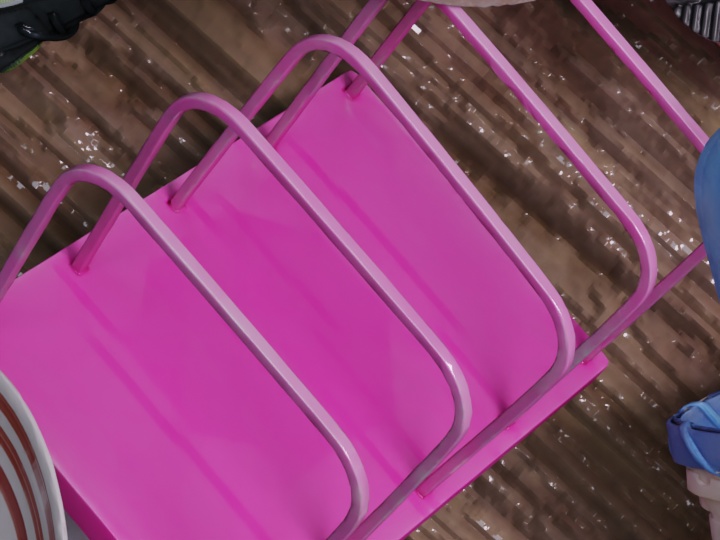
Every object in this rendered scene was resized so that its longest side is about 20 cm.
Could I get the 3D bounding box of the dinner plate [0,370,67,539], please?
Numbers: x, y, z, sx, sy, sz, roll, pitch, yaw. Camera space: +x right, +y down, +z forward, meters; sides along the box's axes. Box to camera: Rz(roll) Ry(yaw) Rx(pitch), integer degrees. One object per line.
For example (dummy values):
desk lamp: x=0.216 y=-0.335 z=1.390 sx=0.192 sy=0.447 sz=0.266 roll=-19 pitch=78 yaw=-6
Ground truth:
dinner plate: x=-0.154 y=0.115 z=0.749 sx=0.199 sy=0.024 sz=0.201 roll=-17 pitch=63 yaw=35

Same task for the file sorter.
file sorter: x=0.000 y=0.000 z=0.771 sx=0.139 sy=0.125 sz=0.200 roll=49 pitch=50 yaw=7

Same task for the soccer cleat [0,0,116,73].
soccer cleat: x=-0.107 y=-0.111 z=0.867 sx=0.199 sy=0.068 sz=0.082 roll=-5 pitch=105 yaw=1

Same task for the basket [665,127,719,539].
basket: x=0.187 y=0.033 z=0.798 sx=0.176 sy=0.139 sz=0.201 roll=-20 pitch=99 yaw=-35

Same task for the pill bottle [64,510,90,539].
pill bottle: x=-0.043 y=0.126 z=0.823 sx=0.200 sy=0.116 sz=0.116 roll=43 pitch=88 yaw=2

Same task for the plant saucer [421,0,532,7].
plant saucer: x=0.043 y=-0.178 z=0.732 sx=0.199 sy=0.037 sz=0.202 roll=-13 pitch=120 yaw=-23

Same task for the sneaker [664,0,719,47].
sneaker: x=0.131 y=-0.148 z=0.864 sx=0.070 sy=0.093 sz=0.201 roll=-23 pitch=60 yaw=23
